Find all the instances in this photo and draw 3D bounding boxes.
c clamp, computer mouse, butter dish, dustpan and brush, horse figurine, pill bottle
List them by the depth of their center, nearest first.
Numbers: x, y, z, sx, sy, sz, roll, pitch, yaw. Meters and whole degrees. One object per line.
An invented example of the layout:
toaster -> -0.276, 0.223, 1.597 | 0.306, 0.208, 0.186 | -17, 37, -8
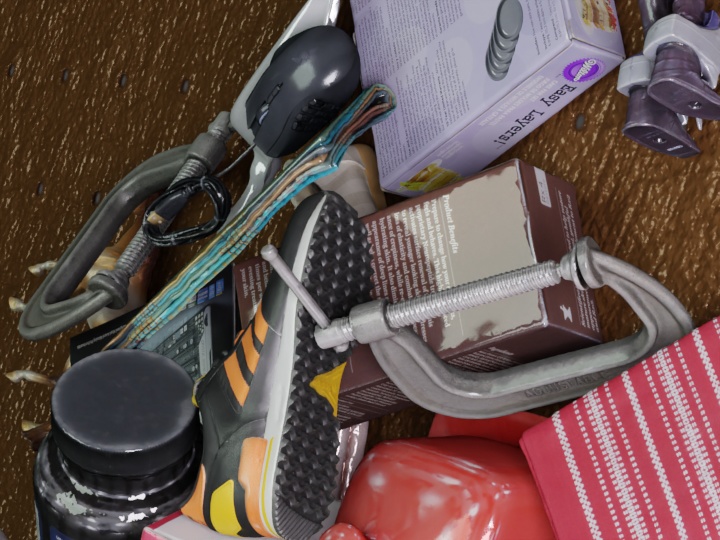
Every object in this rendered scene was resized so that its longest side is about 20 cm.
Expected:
c clamp -> 0.071, 0.027, 1.461 | 0.199, 0.171, 0.027 | -12, 48, 20
butter dish -> 0.039, 0.169, 1.501 | 0.199, 0.147, 0.201 | 14, 90, 54
pill bottle -> -0.137, 0.147, 1.627 | 0.112, 0.111, 0.200 | -119, 23, -43
computer mouse -> -0.073, -0.079, 1.680 | 0.200, 0.034, 0.059 | -44, 63, 29
dustpan and brush -> -0.053, -0.094, 1.748 | 0.200, 0.057, 0.140 | -54, 1, 4
c clamp -> -0.148, -0.033, 1.834 | 0.171, 0.027, 0.200 | -6, 43, 54
horse figurine -> -0.187, 0.039, 1.924 | 0.132, 0.050, 0.201 | -17, 54, 25

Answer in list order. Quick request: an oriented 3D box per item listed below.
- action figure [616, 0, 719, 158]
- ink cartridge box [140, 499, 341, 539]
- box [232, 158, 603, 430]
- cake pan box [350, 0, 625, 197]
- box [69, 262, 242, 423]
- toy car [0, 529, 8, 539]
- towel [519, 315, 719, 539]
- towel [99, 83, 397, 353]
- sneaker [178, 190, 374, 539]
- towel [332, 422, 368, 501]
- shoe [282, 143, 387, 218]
action figure -> 0.172, -0.170, 1.504 | 0.130, 0.069, 0.201 | -29, 53, 55
ink cartridge box -> -0.077, 0.234, 1.580 | 0.084, 0.145, 0.201 | 20, 108, 21
box -> 0.031, 0.018, 1.571 | 0.200, 0.075, 0.100 | -20, 69, 30
cake pan box -> 0.068, -0.169, 1.657 | 0.184, 0.052, 0.201 | -37, 51, 39
box -> -0.118, 0.098, 1.771 | 0.200, 0.050, 0.158 | -22, 62, 50
toy car -> -0.231, 0.250, 1.819 | 0.150, 0.200, 0.175 | -25, 30, 28
towel -> 0.181, 0.094, 1.383 | 0.200, 0.022, 0.145 | -31, 50, 17
towel -> -0.065, -0.027, 1.634 | 0.200, 0.022, 0.147 | -43, 3, 24
sneaker -> -0.055, 0.050, 1.524 | 0.090, 0.070, 0.201 | -1, 71, 32
towel -> -0.065, 0.147, 1.751 | 0.200, 0.032, 0.192 | -1, 79, 54
shoe -> 0.000, 0.000, 1.682 | 0.070, 0.053, 0.200 | -62, 35, 37
